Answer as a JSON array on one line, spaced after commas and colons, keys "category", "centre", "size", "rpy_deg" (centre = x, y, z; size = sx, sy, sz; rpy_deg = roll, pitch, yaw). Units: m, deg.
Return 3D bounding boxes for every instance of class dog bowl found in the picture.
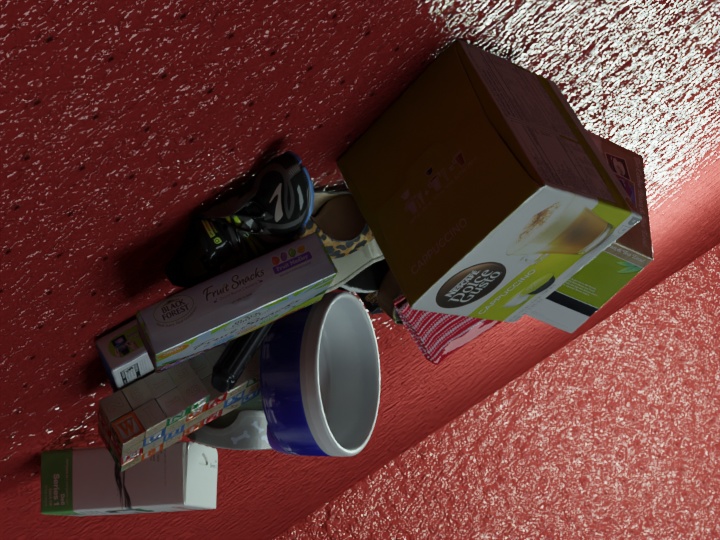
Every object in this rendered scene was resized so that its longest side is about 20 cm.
[{"category": "dog bowl", "centre": [-0.047, 0.129, 1.496], "size": [0.078, 0.203, 0.200], "rpy_deg": [-4, 175, 22]}, {"category": "dog bowl", "centre": [-0.151, 0.187, 1.606], "size": [0.197, 0.059, 0.200], "rpy_deg": [2, -170, 0]}]

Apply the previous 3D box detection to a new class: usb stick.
[{"category": "usb stick", "centre": [-0.115, 0.054, 1.411], "size": [0.201, 0.032, 0.056], "rpy_deg": [-59, 180, -30]}]

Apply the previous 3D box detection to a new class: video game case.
[{"category": "video game case", "centre": [-0.216, 0.088, 1.435], "size": [0.180, 0.046, 0.200], "rpy_deg": [-29, 163, -16]}]

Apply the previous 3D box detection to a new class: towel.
[{"category": "towel", "centre": [0.126, 0.046, 1.551], "size": [0.144, 0.023, 0.200], "rpy_deg": [-34, 150, 0]}]

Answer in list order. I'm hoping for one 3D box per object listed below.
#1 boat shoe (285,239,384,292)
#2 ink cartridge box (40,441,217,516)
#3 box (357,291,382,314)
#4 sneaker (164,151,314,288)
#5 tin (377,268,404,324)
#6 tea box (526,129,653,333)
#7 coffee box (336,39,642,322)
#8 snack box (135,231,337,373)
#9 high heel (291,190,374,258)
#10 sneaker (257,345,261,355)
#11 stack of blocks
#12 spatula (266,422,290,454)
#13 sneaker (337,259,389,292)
[{"category": "boat shoe", "centre": [-0.032, -0.027, 1.424], "size": [0.198, 0.073, 0.063], "rpy_deg": [-24, -154, -20]}, {"category": "ink cartridge box", "centre": [-0.302, 0.278, 1.594], "size": [0.197, 0.085, 0.146], "rpy_deg": [-5, 167, 10]}, {"category": "box", "centre": [0.116, -0.014, 1.801], "size": [0.198, 0.050, 0.199], "rpy_deg": [-42, 162, 22]}, {"category": "sneaker", "centre": [-0.121, -0.041, 1.205], "size": [0.199, 0.071, 0.083], "rpy_deg": [-39, 170, 28]}, {"category": "tin", "centre": [0.093, -0.022, 1.527], "size": [0.201, 0.042, 0.112], "rpy_deg": [-54, 160, 7]}, {"category": "tea box", "centre": [0.297, -0.059, 1.695], "size": [0.132, 0.201, 0.197], "rpy_deg": [22, 136, -18]}, {"category": "coffee box", "centre": [0.133, -0.086, 1.281], "size": [0.197, 0.201, 0.200], "rpy_deg": [10, 136, -48]}, {"category": "snack box", "centre": [-0.129, 0.035, 1.240], "size": [0.198, 0.053, 0.142], "rpy_deg": [-25, 171, -13]}, {"category": "high heel", "centre": [-0.023, -0.067, 1.313], "size": [0.198, 0.072, 0.143], "rpy_deg": [-17, 164, -24]}, {"category": "sneaker", "centre": [-0.145, 0.120, 1.607], "size": [0.198, 0.081, 0.115], "rpy_deg": [-29, 161, -25]}, {"category": "stack of blocks", "centre": [-0.212, 0.152, 1.438], "size": [0.199, 0.059, 0.115], "rpy_deg": [-28, 163, -23]}, {"category": "spatula", "centre": [-0.110, 0.131, 1.517], "size": [0.020, 0.202, 0.056], "rpy_deg": [-26, 150, 27]}, {"category": "sneaker", "centre": [0.000, 0.000, 1.563], "size": [0.086, 0.081, 0.199], "rpy_deg": [-22, 165, 37]}]
